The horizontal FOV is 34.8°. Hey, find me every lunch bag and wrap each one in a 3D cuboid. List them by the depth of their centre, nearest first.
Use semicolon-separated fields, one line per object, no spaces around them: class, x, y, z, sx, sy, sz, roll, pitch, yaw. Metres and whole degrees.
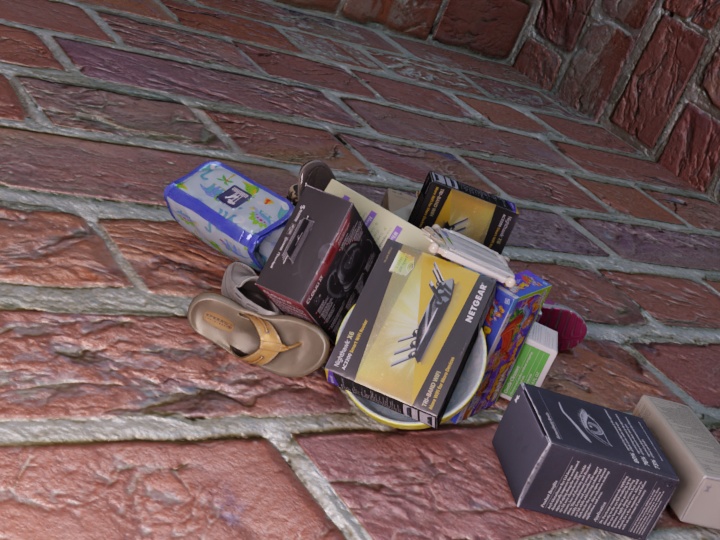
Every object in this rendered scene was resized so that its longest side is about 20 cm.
lunch bag;-0.182;-0.075;1.711;0.169;0.129;0.200;30;10;17

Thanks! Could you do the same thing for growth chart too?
growth chart;0.146;-0.026;1.565;0.143;0.018;0.200;25;11;-2

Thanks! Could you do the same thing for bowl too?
bowl;0.068;0.126;1.532;0.199;0.201;0.108;30;-19;16

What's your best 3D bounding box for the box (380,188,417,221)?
box;0.068;-0.061;2.023;0.077;0.096;0.200;20;20;-8

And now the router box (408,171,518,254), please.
router box;0.148;-0.041;1.888;0.156;0.202;0.052;19;21;-10

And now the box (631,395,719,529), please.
box;0.467;0.274;1.653;0.094;0.078;0.200;16;23;-20

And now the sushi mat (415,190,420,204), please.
sushi mat;0.142;-0.041;1.990;0.201;0.012;0.096;62;13;-13

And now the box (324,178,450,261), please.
box;0.000;0.000;1.665;0.199;0.177;0.097;30;-9;19

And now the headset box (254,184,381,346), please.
headset box;-0.053;-0.007;1.516;0.077;0.150;0.200;21;-13;22

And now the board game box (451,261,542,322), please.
board game box;0.172;0.058;1.838;0.198;0.104;0.105;20;22;-11

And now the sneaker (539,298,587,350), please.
sneaker;0.294;0.070;1.968;0.198;0.082;0.088;21;23;-10

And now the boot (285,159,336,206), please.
boot;-0.081;-0.105;1.867;0.073;0.202;0.151;-23;32;-13

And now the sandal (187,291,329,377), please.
sandal;-0.138;0.085;1.483;0.198;0.081;0.054;21;9;9

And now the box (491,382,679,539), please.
box;0.292;0.250;1.512;0.198;0.105;0.148;18;22;-14

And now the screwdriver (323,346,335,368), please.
screwdriver;0.014;0.062;1.580;0.029;0.201;0.028;44;-17;-19

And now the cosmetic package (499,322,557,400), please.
cosmetic package;0.186;0.109;1.728;0.198;0.109;0.085;23;22;2

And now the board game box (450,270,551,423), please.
board game box;0.184;0.105;1.605;0.045;0.202;0.134;32;23;24

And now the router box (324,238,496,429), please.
router box;0.066;0.078;1.467;0.156;0.202;0.052;21;-22;13

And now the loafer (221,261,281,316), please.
loafer;-0.148;0.037;1.599;0.069;0.070;0.200;12;24;-26
